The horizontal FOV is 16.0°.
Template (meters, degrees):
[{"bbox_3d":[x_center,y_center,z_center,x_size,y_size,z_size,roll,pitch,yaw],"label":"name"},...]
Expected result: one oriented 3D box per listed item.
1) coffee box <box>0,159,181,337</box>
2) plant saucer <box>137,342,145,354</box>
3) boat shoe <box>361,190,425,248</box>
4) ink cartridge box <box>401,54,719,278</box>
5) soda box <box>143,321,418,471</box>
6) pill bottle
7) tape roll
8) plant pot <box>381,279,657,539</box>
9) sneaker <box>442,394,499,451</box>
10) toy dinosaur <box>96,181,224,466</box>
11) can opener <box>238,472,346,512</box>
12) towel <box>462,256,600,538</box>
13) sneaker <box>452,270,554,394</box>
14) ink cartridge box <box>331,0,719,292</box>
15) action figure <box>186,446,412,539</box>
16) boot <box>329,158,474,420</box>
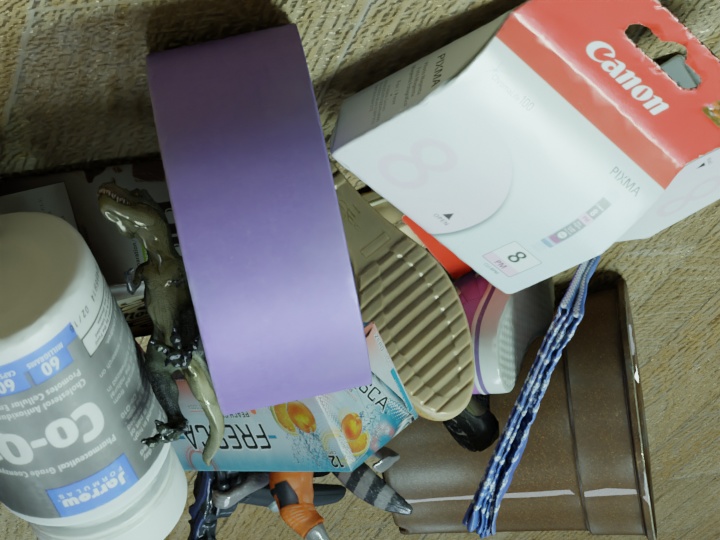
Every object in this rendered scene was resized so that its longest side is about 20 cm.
[{"bbox_3d":[-0.183,-0.005,1.546,0.200,0.080,0.113,-8,162,-13],"label":"coffee box"},{"bbox_3d":[-0.226,0.065,1.622,0.200,0.201,0.051,-6,119,-18],"label":"plant saucer"},{"bbox_3d":[0.000,0.000,1.696,0.074,0.069,0.200,7,153,-44],"label":"boat shoe"},{"bbox_3d":[0.140,-0.046,1.623,0.200,0.057,0.163,-34,159,4],"label":"ink cartridge box"},{"bbox_3d":[-0.061,0.077,1.521,0.200,0.068,0.064,-4,-154,49],"label":"soda box"},{"bbox_3d":[-0.174,0.073,1.454,0.114,0.114,0.200,-15,132,8],"label":"pill bottle"},{"bbox_3d":[-0.054,-0.028,1.374,0.085,0.200,0.200,-12,162,-2],"label":"tape roll"},{"bbox_3d":[0.118,0.117,1.957,0.198,0.200,0.200,-6,162,7],"label":"plant pot"},{"bbox_3d":[0.075,0.054,1.809,0.089,0.200,0.077,-35,117,4],"label":"sneaker"},{"bbox_3d":[-0.103,0.047,1.433,0.047,0.088,0.200,-10,119,6],"label":"toy dinosaur"},{"bbox_3d":[-0.065,0.179,2.191,0.079,0.063,0.200,-20,160,21],"label":"can opener"},{"bbox_3d":[0.126,0.074,1.742,0.024,0.145,0.200,24,121,5],"label":"towel"},{"bbox_3d":[0.064,0.026,1.747,0.114,0.073,0.200,-6,-163,21],"label":"sneaker"},{"bbox_3d":[0.109,-0.076,1.461,0.200,0.057,0.163,-23,132,38],"label":"ink cartridge box"},{"bbox_3d":[-0.061,0.147,1.918,0.105,0.193,0.200,-14,135,-38],"label":"action figure"},{"bbox_3d":[-0.014,0.021,1.569,0.072,0.200,0.166,-29,172,-26],"label":"boot"}]
